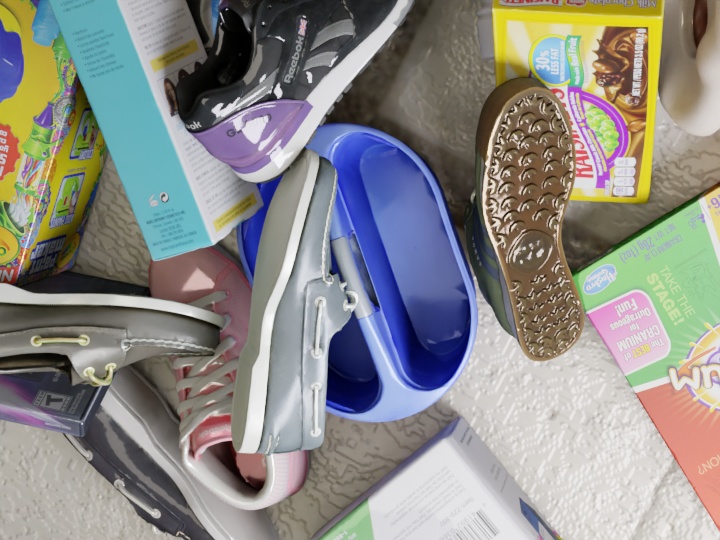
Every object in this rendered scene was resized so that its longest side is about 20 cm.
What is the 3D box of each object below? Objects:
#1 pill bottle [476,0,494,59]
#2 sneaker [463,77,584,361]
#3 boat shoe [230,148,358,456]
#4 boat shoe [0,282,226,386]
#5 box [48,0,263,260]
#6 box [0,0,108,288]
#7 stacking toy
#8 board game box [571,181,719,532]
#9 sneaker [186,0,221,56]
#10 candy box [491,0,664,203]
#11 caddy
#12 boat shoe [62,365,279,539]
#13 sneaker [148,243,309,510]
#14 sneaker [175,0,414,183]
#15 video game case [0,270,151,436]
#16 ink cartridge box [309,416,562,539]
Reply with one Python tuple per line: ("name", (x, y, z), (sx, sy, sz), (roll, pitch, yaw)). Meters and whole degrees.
("pill bottle", (0.110, -0.240, 1.111), (0.119, 0.120, 0.201), (-6, 96, 10))
("sneaker", (0.094, -0.043, 1.123), (0.067, 0.090, 0.201), (-20, 124, -14))
("boat shoe", (-0.036, 0.023, 1.106), (0.061, 0.073, 0.201), (9, 102, -16))
("boat shoe", (-0.189, 0.046, 1.135), (0.201, 0.072, 0.061), (4, 76, -10))
("box", (-0.131, -0.114, 1.090), (0.049, 0.082, 0.201), (-15, 103, 25))
("box", (-0.277, -0.116, 1.186), (0.199, 0.122, 0.194), (19, 100, 6))
("stacking toy", (0.294, -0.159, 1.108), (0.199, 0.146, 0.147), (-1, 97, -10))
("board game box", (0.253, 0.050, 1.161), (0.153, 0.040, 0.201), (-32, 90, 11))
("sneaker", (-0.125, -0.202, 1.163), (0.078, 0.090, 0.201), (8, 109, -9))
("candy box", (0.136, -0.107, 1.096), (0.102, 0.200, 0.027), (6, 60, 10))
("caddy", (0.000, 0.000, 1.161), (0.141, 0.105, 0.201), (-19, 93, 10))
("boat shoe", (-0.137, 0.149, 1.217), (0.060, 0.074, 0.200), (-41, 96, 21))
("sneaker", (-0.095, 0.072, 1.187), (0.075, 0.105, 0.201), (-22, 91, 13))
("sneaker", (-0.037, -0.156, 1.069), (0.076, 0.088, 0.201), (24, 79, 46))
("video game case", (-0.261, 0.042, 1.197), (0.199, 0.143, 0.019), (12, 130, 7))
("ink cartridge box", (0.073, 0.225, 1.186), (0.145, 0.087, 0.200), (-41, 87, 11))
